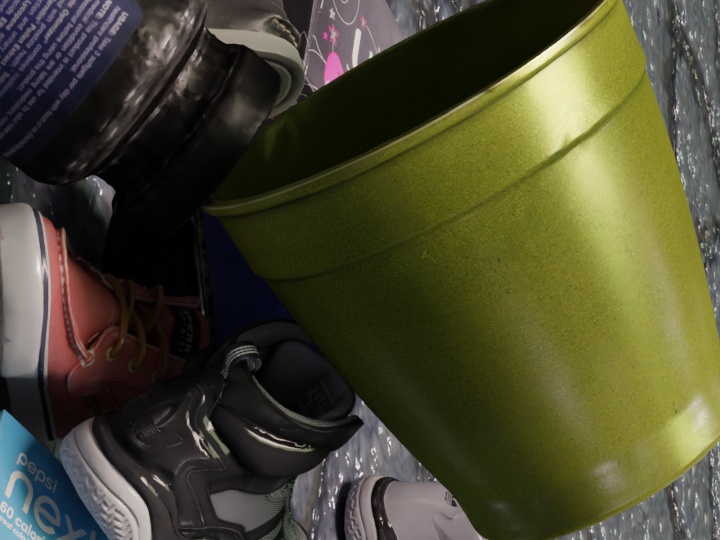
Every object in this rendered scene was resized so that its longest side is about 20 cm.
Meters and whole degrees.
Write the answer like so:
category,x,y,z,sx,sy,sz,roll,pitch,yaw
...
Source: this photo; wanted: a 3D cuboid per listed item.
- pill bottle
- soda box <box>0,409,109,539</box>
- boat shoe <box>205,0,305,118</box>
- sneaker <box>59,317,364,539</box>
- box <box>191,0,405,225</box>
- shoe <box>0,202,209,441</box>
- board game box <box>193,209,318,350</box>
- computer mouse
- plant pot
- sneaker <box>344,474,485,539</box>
category,x,y,z,sx,sy,sz,roll,pitch,yaw
pill bottle,-0.135,-0.107,1.109,0.200,0.112,0.112,38,37,-14
soda box,-0.121,0.153,1.173,0.200,0.064,0.068,47,37,-30
boat shoe,-0.122,-0.112,1.221,0.074,0.199,0.061,115,-30,-47
sneaker,-0.041,0.089,1.188,0.076,0.114,0.200,56,8,29
box,-0.037,-0.085,1.488,0.200,0.114,0.133,59,30,-47
shoe,-0.111,0.022,1.177,0.200,0.091,0.072,100,-15,-68
board game box,0.000,0.000,1.327,0.200,0.159,0.097,-162,-114,-87
computer mouse,-0.111,-0.042,1.351,0.200,0.046,0.141,85,-1,-51
plant pot,0.063,0.004,1.147,0.193,0.200,0.200,61,25,-13
sneaker,0.071,0.199,1.680,0.075,0.114,0.200,-77,152,-43
